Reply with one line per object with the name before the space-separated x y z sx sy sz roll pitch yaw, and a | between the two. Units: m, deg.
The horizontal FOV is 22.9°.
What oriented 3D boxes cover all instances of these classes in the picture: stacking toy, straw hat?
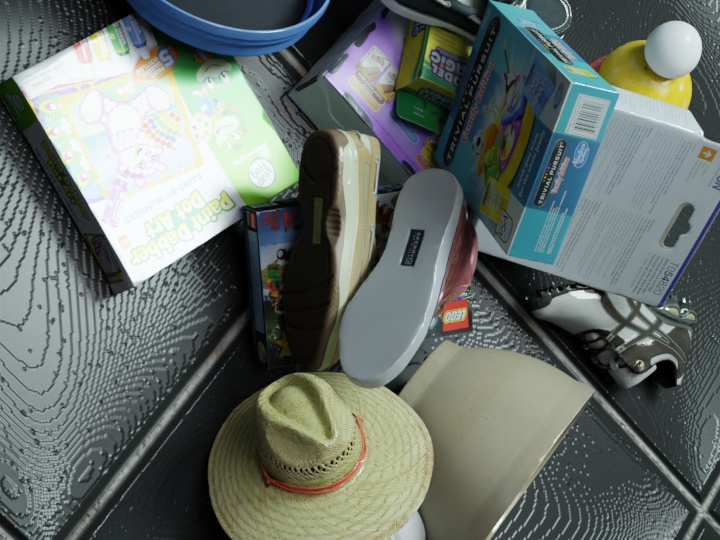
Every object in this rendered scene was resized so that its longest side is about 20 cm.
stacking toy | 0.254 -0.159 1.606 0.145 0.200 0.147 10 60 -17
straw hat | -0.044 0.131 1.427 0.201 0.200 0.085 -50 145 -30

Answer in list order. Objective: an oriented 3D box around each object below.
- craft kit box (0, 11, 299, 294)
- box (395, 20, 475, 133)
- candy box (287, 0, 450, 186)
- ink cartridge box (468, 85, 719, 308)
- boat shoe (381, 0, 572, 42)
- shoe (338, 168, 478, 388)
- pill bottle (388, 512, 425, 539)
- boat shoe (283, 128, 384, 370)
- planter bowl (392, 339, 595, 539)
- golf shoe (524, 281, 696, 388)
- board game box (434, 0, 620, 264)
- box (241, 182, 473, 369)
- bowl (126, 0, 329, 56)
craft kit box | -0.174 -0.113 1.496 0.200 0.048 0.198 -35 102 -33
box | 0.101 -0.211 1.607 0.117 0.048 0.201 21 70 -26
candy box | 0.058 -0.171 1.642 0.168 0.071 0.200 48 59 -15
ink cartridge box | 0.217 -0.072 1.594 0.199 0.200 0.041 18 40 -7
boat shoe | 0.111 -0.239 1.557 0.199 0.060 0.076 4 75 -30
shoe | 0.046 0.021 1.470 0.201 0.071 0.091 -69 153 -24
pill bottle | -0.043 0.256 1.454 0.200 0.114 0.115 -39 101 -32
boat shoe | -0.011 -0.015 1.476 0.076 0.071 0.201 0 103 -42
planter bowl | 0.091 0.146 1.538 0.134 0.201 0.200 36 58 10
golf shoe | 0.245 0.063 1.708 0.199 0.078 0.095 11 74 -30
board game box | 0.132 -0.118 1.474 0.047 0.200 0.152 10 113 -22
box | 0.000 0.000 1.540 0.199 0.038 0.137 -10 103 -23
bowl | -0.121 -0.263 1.519 0.200 0.039 0.201 13 48 -15
